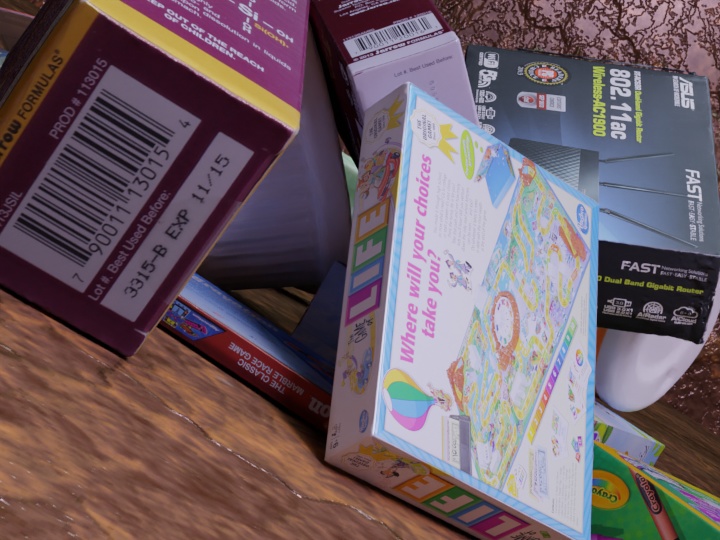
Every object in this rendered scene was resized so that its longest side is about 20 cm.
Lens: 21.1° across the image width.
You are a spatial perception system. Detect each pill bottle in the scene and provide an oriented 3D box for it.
[{"bbox_3d":[0.114,-0.008,1.200,0.200,0.114,0.114,32,4,32],"label":"pill bottle"}]

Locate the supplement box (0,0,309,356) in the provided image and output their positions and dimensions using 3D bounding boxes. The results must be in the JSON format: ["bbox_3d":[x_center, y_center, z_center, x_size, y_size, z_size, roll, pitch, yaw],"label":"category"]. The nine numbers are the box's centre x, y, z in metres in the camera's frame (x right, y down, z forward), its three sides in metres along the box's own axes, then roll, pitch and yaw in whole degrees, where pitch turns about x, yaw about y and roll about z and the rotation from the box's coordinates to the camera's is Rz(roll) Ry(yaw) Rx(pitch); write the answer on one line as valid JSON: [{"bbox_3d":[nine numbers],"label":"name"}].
[{"bbox_3d":[-0.098,-0.078,0.844,0.103,0.131,0.200,30,25,-15],"label":"supplement box"}]

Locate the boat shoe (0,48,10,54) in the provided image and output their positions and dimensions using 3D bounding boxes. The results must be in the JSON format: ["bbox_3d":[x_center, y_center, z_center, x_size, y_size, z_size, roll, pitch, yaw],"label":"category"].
[{"bbox_3d":[-0.197,-0.092,1.054,0.200,0.073,0.063,25,9,-40],"label":"boat shoe"}]

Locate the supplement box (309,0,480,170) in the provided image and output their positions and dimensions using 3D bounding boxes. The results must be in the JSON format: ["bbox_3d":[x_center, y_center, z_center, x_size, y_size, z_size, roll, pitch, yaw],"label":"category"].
[{"bbox_3d":[0.010,-0.111,1.056,0.200,0.061,0.109,-115,-173,-57],"label":"supplement box"}]

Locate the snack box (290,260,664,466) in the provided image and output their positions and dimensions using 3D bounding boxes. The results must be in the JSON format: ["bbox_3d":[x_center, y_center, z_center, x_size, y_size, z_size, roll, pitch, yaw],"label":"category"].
[{"bbox_3d":[0.070,0.075,1.111,0.169,0.068,0.200,33,2,22],"label":"snack box"}]

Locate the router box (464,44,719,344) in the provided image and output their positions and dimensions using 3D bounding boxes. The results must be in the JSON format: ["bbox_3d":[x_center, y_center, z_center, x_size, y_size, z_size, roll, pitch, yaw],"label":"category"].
[{"bbox_3d":[0.125,-0.049,1.108,0.150,0.062,0.200,8,36,1],"label":"router box"}]

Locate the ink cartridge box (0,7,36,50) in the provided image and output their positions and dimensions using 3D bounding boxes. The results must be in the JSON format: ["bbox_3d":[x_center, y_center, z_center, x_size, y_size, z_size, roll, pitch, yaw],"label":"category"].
[{"bbox_3d":[-0.147,-0.131,1.336,0.200,0.044,0.174,16,-22,9],"label":"ink cartridge box"}]

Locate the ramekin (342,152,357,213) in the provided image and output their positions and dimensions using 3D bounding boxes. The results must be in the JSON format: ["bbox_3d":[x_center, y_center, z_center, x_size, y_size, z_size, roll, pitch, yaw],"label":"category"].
[{"bbox_3d":[-0.019,-0.038,1.565,0.200,0.098,0.200,32,4,-3],"label":"ramekin"}]

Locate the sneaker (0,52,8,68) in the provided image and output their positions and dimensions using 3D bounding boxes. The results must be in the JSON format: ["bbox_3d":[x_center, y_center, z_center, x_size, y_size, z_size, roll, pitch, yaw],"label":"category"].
[{"bbox_3d":[-0.180,-0.065,0.966,0.200,0.077,0.085,15,26,-52],"label":"sneaker"}]

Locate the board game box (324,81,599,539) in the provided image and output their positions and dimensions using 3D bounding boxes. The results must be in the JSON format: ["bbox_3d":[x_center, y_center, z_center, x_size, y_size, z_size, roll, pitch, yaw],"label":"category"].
[{"bbox_3d":[0.054,0.024,0.916,0.134,0.034,0.200,30,48,-29],"label":"board game box"}]

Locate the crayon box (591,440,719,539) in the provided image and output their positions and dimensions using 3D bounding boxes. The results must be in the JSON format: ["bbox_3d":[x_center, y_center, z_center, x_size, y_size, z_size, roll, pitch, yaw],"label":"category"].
[{"bbox_3d":[0.192,0.162,1.045,0.119,0.058,0.200,35,5,37],"label":"crayon box"}]

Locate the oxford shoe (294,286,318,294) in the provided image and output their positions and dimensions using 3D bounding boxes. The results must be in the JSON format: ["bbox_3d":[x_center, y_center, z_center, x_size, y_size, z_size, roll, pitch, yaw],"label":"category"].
[{"bbox_3d":[-0.065,-0.029,1.326,0.200,0.071,0.073,37,10,-38],"label":"oxford shoe"}]

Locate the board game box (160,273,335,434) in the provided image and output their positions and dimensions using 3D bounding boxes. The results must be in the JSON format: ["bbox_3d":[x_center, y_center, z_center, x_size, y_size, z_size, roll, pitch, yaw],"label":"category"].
[{"bbox_3d":[-0.038,0.047,0.956,0.200,0.019,0.103,33,6,9],"label":"board game box"}]

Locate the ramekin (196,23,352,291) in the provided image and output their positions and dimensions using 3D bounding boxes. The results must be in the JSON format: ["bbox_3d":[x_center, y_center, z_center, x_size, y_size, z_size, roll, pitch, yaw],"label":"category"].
[{"bbox_3d":[-0.073,-0.081,1.112,0.094,0.203,0.202,-13,13,-7],"label":"ramekin"}]
